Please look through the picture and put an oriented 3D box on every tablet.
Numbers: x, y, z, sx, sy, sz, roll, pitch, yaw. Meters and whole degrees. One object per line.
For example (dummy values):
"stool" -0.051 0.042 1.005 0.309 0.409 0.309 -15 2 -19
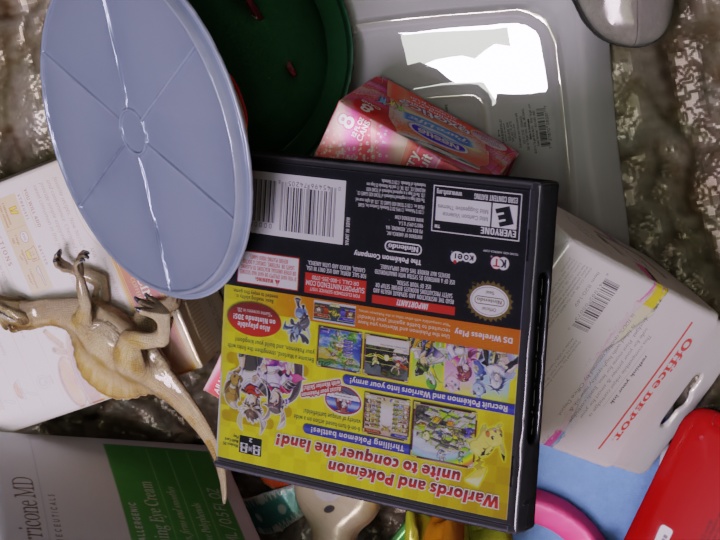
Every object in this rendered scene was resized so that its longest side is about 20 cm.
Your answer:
"tablet" 0.126 0.153 1.122 0.129 0.014 0.202 8 107 13

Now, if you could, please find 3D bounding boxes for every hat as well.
"hat" -0.108 -0.158 0.991 0.165 0.176 0.201 -22 72 9

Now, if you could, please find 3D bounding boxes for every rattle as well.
"rattle" -0.016 0.151 1.066 0.199 0.143 0.131 31 108 22

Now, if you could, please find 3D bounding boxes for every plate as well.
"plate" 0.056 -0.084 1.068 0.198 0.032 0.201 -4 103 16

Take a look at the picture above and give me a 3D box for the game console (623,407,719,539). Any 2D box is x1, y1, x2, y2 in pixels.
"game console" 0.249 0.205 1.069 0.172 0.118 0.201 29 101 28

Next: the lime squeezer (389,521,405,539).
"lime squeezer" 0.001 0.259 1.171 0.070 0.038 0.202 5 105 14

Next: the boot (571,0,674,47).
"boot" 0.152 -0.214 0.949 0.067 0.131 0.202 -3 104 -4

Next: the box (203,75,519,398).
"box" 0.000 0.000 1.038 0.102 0.095 0.201 30 111 7

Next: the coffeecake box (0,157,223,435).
"coffeecake box" -0.204 0.013 1.141 0.199 0.073 0.154 -19 99 19

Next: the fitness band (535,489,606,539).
"fitness band" 0.107 0.237 1.123 0.143 0.037 0.201 -17 99 19

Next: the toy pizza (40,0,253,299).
"toy pizza" -0.116 -0.082 0.989 0.200 0.032 0.202 28 128 41

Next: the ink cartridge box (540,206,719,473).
"ink cartridge box" 0.127 0.040 1.020 0.117 0.199 0.068 -54 46 11

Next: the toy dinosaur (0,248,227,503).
"toy dinosaur" -0.138 0.046 1.075 0.199 0.058 0.102 33 125 12

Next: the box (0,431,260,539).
"box" -0.161 0.230 1.095 0.170 0.199 0.201 5 108 -17

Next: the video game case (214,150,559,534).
"video game case" 0.009 0.033 0.949 0.199 0.025 0.182 8 98 33
